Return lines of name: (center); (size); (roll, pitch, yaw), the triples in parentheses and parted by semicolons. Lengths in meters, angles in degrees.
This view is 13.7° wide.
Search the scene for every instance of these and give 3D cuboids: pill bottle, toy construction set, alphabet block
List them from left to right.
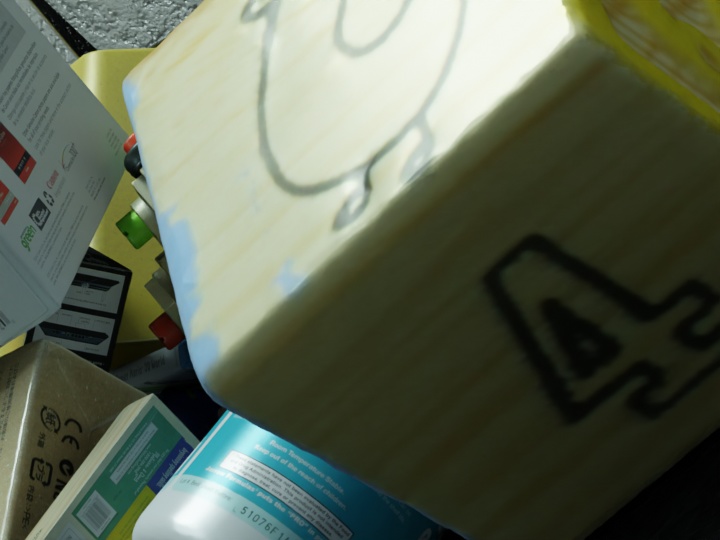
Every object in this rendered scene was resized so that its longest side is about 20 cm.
toy construction set: (-0.057, -0.053, 1.536); (0.200, 0.092, 0.131); (-55, -12, -7)
pill bottle: (-0.002, 0.078, 1.326); (0.200, 0.111, 0.111); (-51, 11, -21)
alphabet block: (0.055, -0.038, 1.144); (0.200, 0.196, 0.195); (-43, 40, 22)

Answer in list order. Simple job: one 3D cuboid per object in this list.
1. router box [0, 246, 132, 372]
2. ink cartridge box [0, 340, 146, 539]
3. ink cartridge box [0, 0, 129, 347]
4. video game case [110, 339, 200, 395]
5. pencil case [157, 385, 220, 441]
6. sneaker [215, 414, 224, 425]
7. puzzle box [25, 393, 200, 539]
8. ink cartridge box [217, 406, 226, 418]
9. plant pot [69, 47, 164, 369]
router box: (-0.191, 0.055, 1.625); (0.200, 0.052, 0.157); (-157, 79, -68)
ink cartridge box: (-0.188, 0.154, 1.415); (0.165, 0.075, 0.200); (-26, 46, 41)
ink cartridge box: (-0.210, -0.067, 1.454); (0.084, 0.176, 0.200); (-33, 16, 20)
video game case: (-0.063, 0.053, 1.688); (0.143, 0.018, 0.200); (-5, -7, -21)
pencil case: (-0.105, 0.133, 1.601); (0.078, 0.087, 0.200); (-15, 22, 20)
sneaker: (-0.105, 0.133, 1.459); (0.200, 0.085, 0.077); (-56, -35, 8)
puzzle box: (-0.102, 0.167, 1.331); (0.025, 0.133, 0.200); (-27, 20, 47)
ink cartridge box: (0.000, 0.000, 1.498); (0.165, 0.075, 0.200); (-53, -13, -17)
plant pot: (-0.107, -0.032, 1.763); (0.200, 0.176, 0.200); (-3, -10, -24)
